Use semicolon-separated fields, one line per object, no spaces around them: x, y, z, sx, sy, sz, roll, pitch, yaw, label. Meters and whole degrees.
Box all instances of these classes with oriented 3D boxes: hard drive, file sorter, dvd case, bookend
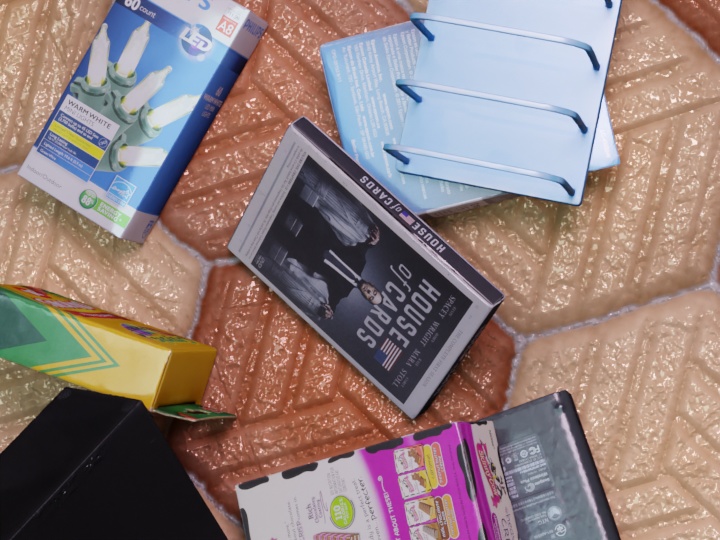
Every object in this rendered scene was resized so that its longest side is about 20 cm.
0.121;0.206;1.497;0.139;0.033;0.201;-20;74;10;hard drive
0.101;-0.160;1.424;0.138;0.123;0.201;11;90;11;file sorter
0.000;0.000;1.506;0.200;0.025;0.150;43;137;11;dvd case
-0.200;0.225;1.453;0.092;0.200;0.199;5;44;45;bookend

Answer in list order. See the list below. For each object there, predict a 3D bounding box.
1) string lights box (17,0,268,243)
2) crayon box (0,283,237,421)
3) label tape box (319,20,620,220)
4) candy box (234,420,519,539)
-0.168;-0.133;1.574;0.103;0.059;0.200;31;94;13;string lights box
-0.193;0.061;1.538;0.199;0.127;0.051;18;91;11;crayon box
0.083;-0.121;1.520;0.199;0.066;0.144;-13;85;8;label tape box
0.015;0.199;1.487;0.200;0.061;0.137;-18;78;28;candy box
